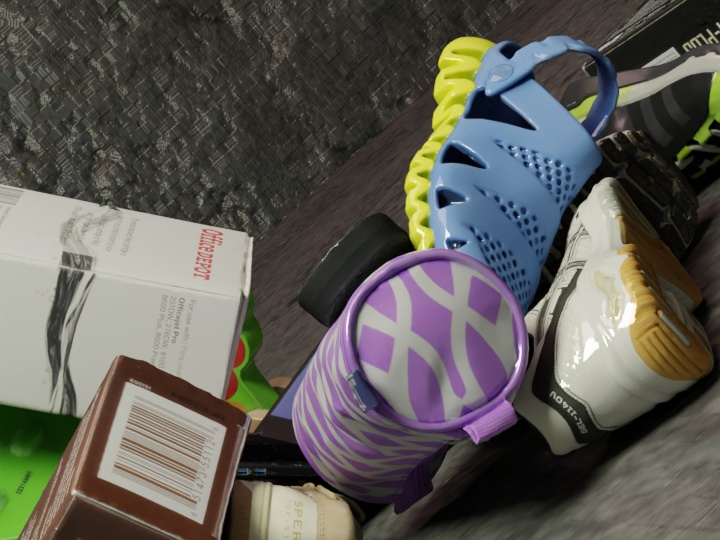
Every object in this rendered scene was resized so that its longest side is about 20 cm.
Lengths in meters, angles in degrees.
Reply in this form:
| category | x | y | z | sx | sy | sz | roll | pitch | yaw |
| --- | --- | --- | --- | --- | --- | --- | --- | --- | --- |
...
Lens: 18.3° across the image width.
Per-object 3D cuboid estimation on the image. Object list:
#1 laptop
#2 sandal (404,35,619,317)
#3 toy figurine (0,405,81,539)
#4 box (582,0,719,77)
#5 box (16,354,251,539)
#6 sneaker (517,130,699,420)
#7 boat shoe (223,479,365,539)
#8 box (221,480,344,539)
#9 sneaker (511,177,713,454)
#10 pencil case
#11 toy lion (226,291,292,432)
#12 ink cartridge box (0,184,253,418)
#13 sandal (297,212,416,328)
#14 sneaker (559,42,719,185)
| category | x | y | z | sx | sy | sz | roll | pitch | yaw |
| --- | --- | --- | --- | --- | --- | --- | --- | --- | --- |
| laptop | -0.040 | 0.055 | 1.224 | 0.200 | 0.104 | 0.177 | 4 | 0 | -31 |
| sandal | 0.076 | -0.050 | 1.075 | 0.087 | 0.080 | 0.200 | -14 | 43 | 24 |
| toy figurine | -0.226 | 0.171 | 1.185 | 0.200 | 0.150 | 0.184 | -68 | -6 | -53 |
| box | 0.253 | -0.168 | 1.321 | 0.164 | 0.086 | 0.200 | -46 | 9 | -39 |
| box | -0.127 | 0.148 | 1.023 | 0.200 | 0.075 | 0.100 | -56 | 13 | 34 |
| sneaker | 0.095 | 0.003 | 1.150 | 0.200 | 0.079 | 0.089 | -45 | 10 | -27 |
| boat shoe | -0.031 | 0.135 | 1.076 | 0.200 | 0.065 | 0.072 | 96 | 176 | -79 |
| box | -0.091 | 0.166 | 1.333 | 0.200 | 0.036 | 0.143 | -41 | 8 | 8 |
| sneaker | 0.101 | 0.020 | 1.003 | 0.088 | 0.076 | 0.200 | -39 | 6 | 15 |
| pencil case | 0.021 | 0.052 | 0.989 | 0.084 | 0.086 | 0.200 | -38 | -5 | -14 |
| toy lion | -0.138 | 0.076 | 1.506 | 0.200 | 0.192 | 0.069 | -38 | 7 | 29 |
| ink cartridge box | -0.161 | 0.015 | 1.171 | 0.145 | 0.200 | 0.084 | -94 | 15 | -76 |
| sandal | 0.001 | -0.001 | 1.104 | 0.075 | 0.048 | 0.200 | -47 | -12 | -3 |
| sneaker | 0.186 | -0.072 | 1.258 | 0.200 | 0.072 | 0.083 | -11 | 71 | 55 |
